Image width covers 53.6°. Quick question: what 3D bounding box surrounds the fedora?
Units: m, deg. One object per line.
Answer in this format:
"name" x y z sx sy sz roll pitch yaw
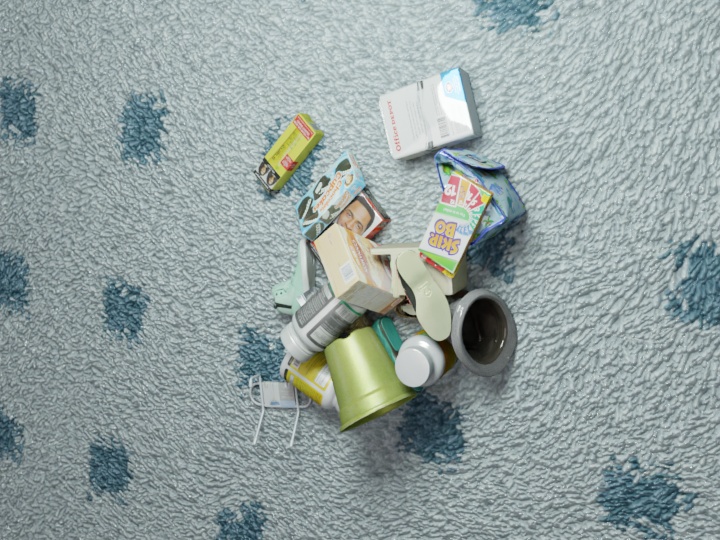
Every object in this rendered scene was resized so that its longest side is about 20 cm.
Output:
"fedora" 0.252 0.133 1.586 0.089 0.199 0.180 8 65 53

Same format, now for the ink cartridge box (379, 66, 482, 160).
"ink cartridge box" 0.156 -0.345 1.596 0.195 0.085 0.151 -14 90 27

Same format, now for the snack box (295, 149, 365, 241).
"snack box" -0.075 -0.180 1.718 0.200 0.037 0.118 -44 41 23

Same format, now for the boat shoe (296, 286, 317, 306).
"boat shoe" -0.082 0.133 1.764 0.067 0.072 0.203 -32 104 -3

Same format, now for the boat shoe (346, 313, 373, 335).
"boat shoe" -0.021 0.122 1.746 0.073 0.069 0.203 -32 85 23

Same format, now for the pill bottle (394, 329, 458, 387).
"pill bottle" 0.148 0.195 1.604 0.108 0.199 0.115 3 98 23

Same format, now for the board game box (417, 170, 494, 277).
"board game box" 0.190 -0.091 1.467 0.094 0.030 0.204 33 118 22

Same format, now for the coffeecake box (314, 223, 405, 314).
"coffeecake box" 0.000 0.000 1.626 0.072 0.198 0.156 -35 60 21

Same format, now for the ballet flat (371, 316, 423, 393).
"ballet flat" 0.085 0.208 1.718 0.070 0.067 0.204 -34 83 48

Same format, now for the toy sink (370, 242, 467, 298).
"toy sink" 0.133 -0.002 1.626 0.194 0.130 0.116 -1 97 24

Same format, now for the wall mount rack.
"wall mount rack" -0.223 0.363 1.869 0.195 0.074 0.180 -3 96 26

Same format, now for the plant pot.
"plant pot" 0.007 0.242 1.643 0.198 0.199 0.188 -31 74 24

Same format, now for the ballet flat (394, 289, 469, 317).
"ballet flat" 0.165 0.083 1.653 0.194 0.072 0.070 -2 100 25

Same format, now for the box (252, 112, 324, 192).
"box" -0.180 -0.291 1.779 0.200 0.050 0.076 -46 77 22

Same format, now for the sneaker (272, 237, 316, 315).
"sneaker" -0.174 0.019 1.799 0.115 0.074 0.207 3 100 18

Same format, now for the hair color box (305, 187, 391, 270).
"hair color box" -0.031 -0.095 1.729 0.200 0.061 0.102 -44 77 22

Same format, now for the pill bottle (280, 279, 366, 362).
"pill bottle" -0.088 0.113 1.658 0.199 0.113 0.114 -42 79 15

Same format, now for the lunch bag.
"lunch bag" 0.249 -0.175 1.527 0.127 0.169 0.203 -39 79 28

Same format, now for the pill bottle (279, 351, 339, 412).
"pill bottle" -0.095 0.269 1.776 0.197 0.112 0.115 32 109 18

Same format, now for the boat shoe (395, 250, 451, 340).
"boat shoe" 0.137 0.052 1.530 0.072 0.063 0.205 -27 87 2
